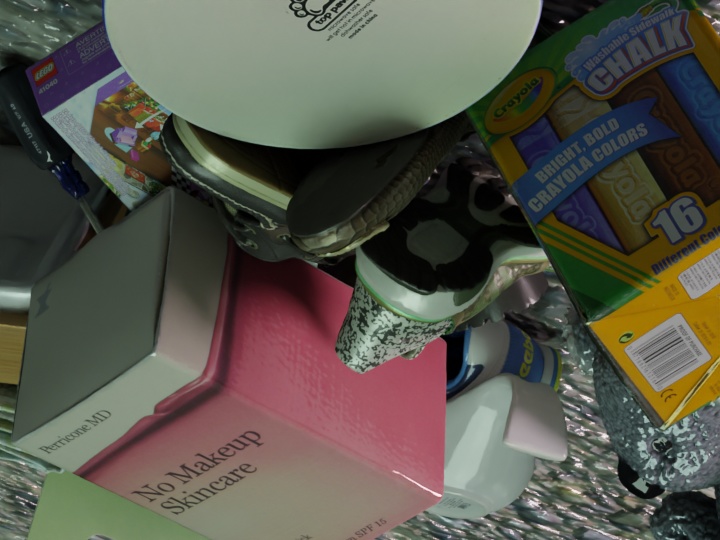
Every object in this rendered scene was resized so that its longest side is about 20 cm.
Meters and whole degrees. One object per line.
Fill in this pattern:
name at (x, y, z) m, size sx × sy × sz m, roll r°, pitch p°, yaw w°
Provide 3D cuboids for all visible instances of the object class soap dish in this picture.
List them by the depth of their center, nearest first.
soap dish at (-0.246, -0.007, 1.430) m, size 0.200 × 0.157 × 0.081 m, roll 6°, pitch 126°, yaw 12°

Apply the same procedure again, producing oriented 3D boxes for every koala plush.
koala plush at (0.214, 0.085, 1.434) m, size 0.200 × 0.184 × 0.177 m, roll 37°, pitch 177°, yaw -17°

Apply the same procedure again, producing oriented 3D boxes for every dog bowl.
dog bowl at (-0.018, -0.145, 1.109) m, size 0.200 × 0.079 × 0.200 m, roll -3°, pitch 144°, yaw -2°

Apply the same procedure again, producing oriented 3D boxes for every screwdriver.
screwdriver at (-0.145, -0.029, 1.382) m, size 0.200 × 0.029 × 0.028 m, roll 55°, pitch -179°, yaw -8°

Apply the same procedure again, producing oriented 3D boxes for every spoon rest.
spoon rest at (0.076, 0.107, 1.508) m, size 0.099 × 0.061 × 0.200 m, roll 17°, pitch 159°, yaw -14°

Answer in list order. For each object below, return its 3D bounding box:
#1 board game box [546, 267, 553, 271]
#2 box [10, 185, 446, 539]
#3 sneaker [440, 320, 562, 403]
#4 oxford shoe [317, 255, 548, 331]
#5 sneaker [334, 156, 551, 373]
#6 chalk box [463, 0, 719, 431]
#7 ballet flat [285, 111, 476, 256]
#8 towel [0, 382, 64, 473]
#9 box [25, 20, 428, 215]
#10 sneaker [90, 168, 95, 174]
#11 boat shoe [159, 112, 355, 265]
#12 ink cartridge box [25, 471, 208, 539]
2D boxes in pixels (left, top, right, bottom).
board game box at (0.182, -0.023, 1.368) m, size 0.200 × 0.032 × 0.120 m, roll 11°, pitch 149°, yaw 4°
box at (-0.067, 0.064, 1.311) m, size 0.200 × 0.109 × 0.128 m, roll 29°, pitch 136°, yaw -31°
sneaker at (0.029, 0.072, 1.566) m, size 0.200 × 0.074 × 0.082 m, roll -22°, pitch 139°, yaw 35°
oxford shoe at (0.000, 0.000, 1.395) m, size 0.200 × 0.073 × 0.085 m, roll -18°, pitch 110°, yaw 18°
sneaker at (0.041, 0.002, 1.273) m, size 0.077 × 0.200 × 0.089 m, roll 44°, pitch 119°, yaw 16°
chalk box at (0.139, -0.050, 1.195) m, size 0.124 × 0.200 × 0.125 m, roll -31°, pitch 143°, yaw 7°
ballet flat at (0.020, -0.053, 1.204) m, size 0.067 × 0.200 × 0.046 m, roll -12°, pitch 113°, yaw 25°
towel at (-0.220, 0.038, 1.477) m, size 0.171 × 0.200 × 0.048 m, roll 10°, pitch 126°, yaw 7°
box at (-0.065, -0.074, 1.288) m, size 0.137 × 0.039 × 0.200 m, roll -31°, pitch 141°, yaw 7°
sneaker at (-0.106, -0.055, 1.407) m, size 0.087 × 0.074 × 0.200 m, roll 25°, pitch 160°, yaw 32°
boat shoe at (-0.041, -0.036, 1.239) m, size 0.065 × 0.073 × 0.200 m, roll -39°, pitch 150°, yaw 19°
ink cartridge box at (-0.120, 0.114, 1.562) m, size 0.145 × 0.200 × 0.048 m, roll 24°, pitch 153°, yaw -22°
